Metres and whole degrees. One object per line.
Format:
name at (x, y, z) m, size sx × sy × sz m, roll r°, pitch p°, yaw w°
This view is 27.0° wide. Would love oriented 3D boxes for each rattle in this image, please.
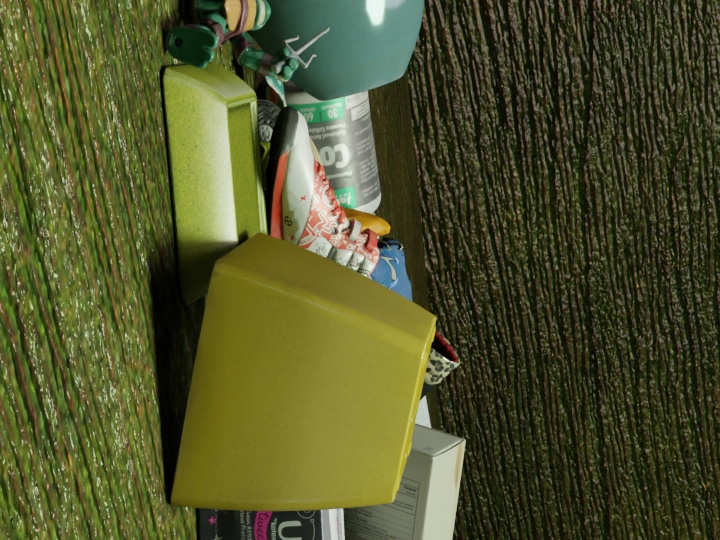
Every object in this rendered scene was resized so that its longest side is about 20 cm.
rattle at (-0.044, -0.130, 1.572) m, size 0.130 × 0.142 × 0.202 m, roll 153°, pitch -73°, yaw -76°

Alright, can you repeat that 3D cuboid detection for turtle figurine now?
turtle figurine at (-0.107, -0.233, 1.327) m, size 0.200 × 0.100 × 0.151 m, roll -25°, pitch 98°, yaw -66°

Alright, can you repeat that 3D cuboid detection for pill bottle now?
pill bottle at (-0.037, -0.117, 1.682) m, size 0.113 × 0.112 × 0.201 m, roll -75°, pitch 158°, yaw -68°

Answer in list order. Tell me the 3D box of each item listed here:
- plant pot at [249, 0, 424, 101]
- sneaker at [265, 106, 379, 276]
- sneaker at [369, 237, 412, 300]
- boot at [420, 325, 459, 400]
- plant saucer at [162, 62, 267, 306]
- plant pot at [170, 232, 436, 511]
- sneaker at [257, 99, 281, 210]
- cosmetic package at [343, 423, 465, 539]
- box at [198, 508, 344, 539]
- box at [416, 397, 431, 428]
plant pot at (-0.017, -0.251, 1.536) m, size 0.200 × 0.199 × 0.136 m, roll -65°, pitch 139°, yaw -75°
sneaker at (-0.035, -0.055, 1.436) m, size 0.067 × 0.107 × 0.203 m, roll -119°, pitch -148°, yaw -72°
sneaker at (0.000, 0.000, 1.574) m, size 0.200 × 0.078 × 0.090 m, roll 47°, pitch 45°, yaw -57°
boot at (-0.018, 0.070, 1.383) m, size 0.204 × 0.154 × 0.073 m, roll 47°, pitch 20°, yaw 14°
plant saucer at (-0.122, -0.084, 1.340) m, size 0.200 × 0.047 × 0.201 m, roll -53°, pitch 139°, yaw -78°
plant pot at (-0.037, 0.095, 1.258) m, size 0.200 × 0.175 × 0.202 m, roll -48°, pitch 150°, yaw -79°
sneaker at (-0.100, -0.071, 1.494) m, size 0.076 × 0.075 × 0.202 m, roll -134°, pitch -140°, yaw -69°
cosmetic package at (0.032, 0.250, 1.451) m, size 0.071 × 0.105 × 0.202 m, roll -16°, pitch 118°, yaw -58°
box at (-0.071, 0.290, 1.330) m, size 0.132 × 0.114 × 0.202 m, roll 21°, pitch 67°, yaw -82°
box at (-0.020, 0.168, 1.528) m, size 0.200 × 0.096 × 0.177 m, roll -52°, pitch 149°, yaw -30°
